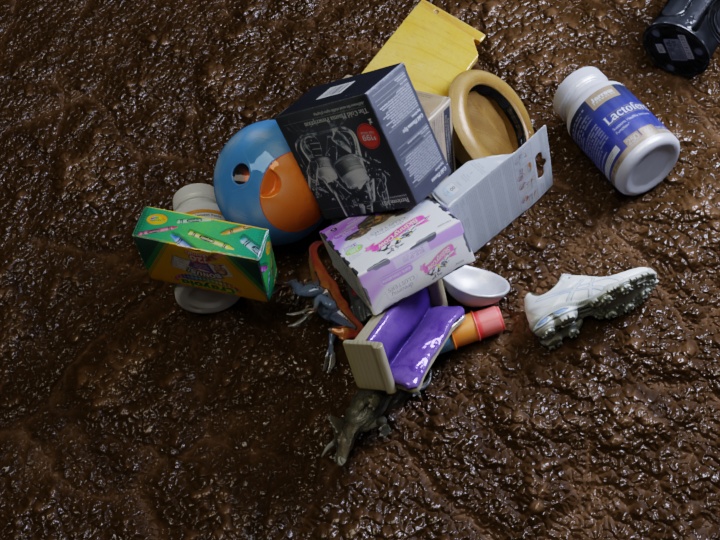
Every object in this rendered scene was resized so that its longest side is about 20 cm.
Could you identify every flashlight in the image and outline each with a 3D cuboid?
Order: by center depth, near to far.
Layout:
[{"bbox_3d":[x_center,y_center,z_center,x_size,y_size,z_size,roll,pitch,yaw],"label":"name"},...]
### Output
[{"bbox_3d":[0.000,0.000,1.644,0.067,0.068,0.202,-21,55,9],"label":"flashlight"}]

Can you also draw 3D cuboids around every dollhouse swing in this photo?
[{"bbox_3d":[0.086,-0.316,1.771,0.181,0.176,0.201,33,72,14],"label":"dollhouse swing"}]

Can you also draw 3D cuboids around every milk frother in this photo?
[{"bbox_3d":[0.578,-0.425,1.656,0.199,0.181,0.189,24,70,31],"label":"milk frother"}]

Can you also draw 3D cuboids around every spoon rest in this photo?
[{"bbox_3d":[0.128,0.011,1.585,0.198,0.061,0.099,8,23,15],"label":"spoon rest"}]

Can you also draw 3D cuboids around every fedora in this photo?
[{"bbox_3d":[0.196,-0.222,1.680,0.081,0.199,0.203,-25,46,46],"label":"fedora"}]

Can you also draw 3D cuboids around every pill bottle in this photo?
[{"bbox_3d":[0.394,-0.222,1.629,0.115,0.116,0.201,-32,56,-4],"label":"pill bottle"},{"bbox_3d":[-0.260,-0.041,1.720,0.110,0.111,0.202,-17,56,6],"label":"pill bottle"}]

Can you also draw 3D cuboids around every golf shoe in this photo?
[{"bbox_3d":[0.331,0.029,1.525,0.198,0.079,0.098,-23,50,1],"label":"golf shoe"}]

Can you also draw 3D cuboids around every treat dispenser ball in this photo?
[{"bbox_3d":[-0.139,-0.142,1.691,0.198,0.201,0.203,-8,58,12],"label":"treat dispenser ball"}]

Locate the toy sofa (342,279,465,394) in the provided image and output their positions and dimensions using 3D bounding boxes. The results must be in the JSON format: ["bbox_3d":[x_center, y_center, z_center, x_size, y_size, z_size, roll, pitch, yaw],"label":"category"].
[{"bbox_3d":[0.067,0.080,1.479,0.097,0.084,0.200,3,36,32],"label":"toy sofa"}]

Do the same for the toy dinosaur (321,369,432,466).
[{"bbox_3d":[0.022,0.190,1.514,0.200,0.077,0.102,-46,24,-28],"label":"toy dinosaur"}]

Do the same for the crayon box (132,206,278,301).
[{"bbox_3d":[-0.230,-0.024,1.570,0.198,0.119,0.059,11,59,10],"label":"crayon box"}]

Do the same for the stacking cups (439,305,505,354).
[{"bbox_3d":[0.116,0.102,1.551,0.198,0.061,0.061,-18,56,5],"label":"stacking cups"}]

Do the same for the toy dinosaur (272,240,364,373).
[{"bbox_3d":[-0.053,0.045,1.586,0.180,0.105,0.202,12,78,39],"label":"toy dinosaur"}]

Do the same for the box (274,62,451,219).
[{"bbox_3d":[0.004,-0.187,1.555,0.199,0.183,0.104,-6,30,45],"label":"box"}]

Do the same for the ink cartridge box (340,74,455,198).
[{"bbox_3d":[0.048,-0.204,1.645,0.198,0.166,0.075,19,47,29],"label":"ink cartridge box"}]

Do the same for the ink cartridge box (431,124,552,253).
[{"bbox_3d":[0.205,-0.125,1.601,0.200,0.161,0.047,-40,58,-10],"label":"ink cartridge box"}]

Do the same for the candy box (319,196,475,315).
[{"bbox_3d":[0.050,-0.036,1.526,0.167,0.072,0.200,-28,26,-7],"label":"candy box"}]
